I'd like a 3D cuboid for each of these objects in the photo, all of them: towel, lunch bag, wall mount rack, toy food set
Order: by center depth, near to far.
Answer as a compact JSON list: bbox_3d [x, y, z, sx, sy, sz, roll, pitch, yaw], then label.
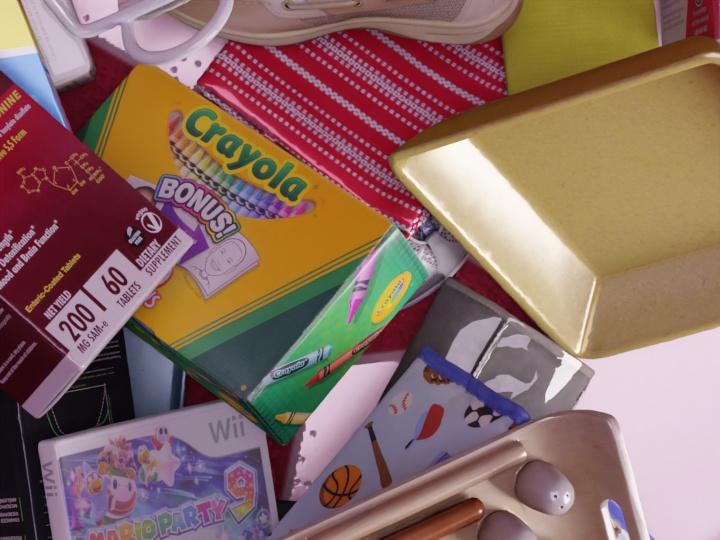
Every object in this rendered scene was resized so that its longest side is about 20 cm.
[{"bbox_3d":[0.053,0.170,1.436,0.200,0.060,0.144,-23,111,-17],"label":"toy food set"},{"bbox_3d":[-0.087,-0.205,1.533,0.173,0.200,0.075,-24,132,15],"label":"wall mount rack"},{"bbox_3d":[0.065,0.171,1.543,0.170,0.124,0.200,-47,126,-5],"label":"lunch bag"},{"bbox_3d":[0.026,-0.129,1.594,0.145,0.022,0.200,37,70,3],"label":"towel"},{"bbox_3d":[0.112,-0.166,1.603,0.086,0.018,0.201,-4,75,-6],"label":"towel"}]

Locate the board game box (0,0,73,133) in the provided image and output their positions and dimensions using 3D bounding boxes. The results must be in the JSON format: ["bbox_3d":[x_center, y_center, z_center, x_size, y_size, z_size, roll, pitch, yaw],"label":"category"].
[{"bbox_3d":[-0.241,-0.107,1.526,0.153,0.040,0.200,-22,92,-1],"label":"board game box"}]

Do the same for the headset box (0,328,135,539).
[{"bbox_3d":[-0.201,0.139,1.547,0.174,0.093,0.201,-6,92,36],"label":"headset box"}]

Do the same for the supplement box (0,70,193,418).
[{"bbox_3d":[-0.193,-0.037,1.453,0.200,0.061,0.109,41,49,-3],"label":"supplement box"}]

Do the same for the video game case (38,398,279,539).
[{"bbox_3d":[-0.091,0.173,1.513,0.143,0.018,0.201,-11,93,-45],"label":"video game case"}]

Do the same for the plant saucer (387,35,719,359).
[{"bbox_3d":[0.149,-0.044,1.544,0.200,0.200,0.049,-16,47,31],"label":"plant saucer"}]

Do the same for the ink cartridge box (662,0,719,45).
[{"bbox_3d":[0.209,-0.214,1.563,0.085,0.148,0.201,0,91,-4],"label":"ink cartridge box"}]

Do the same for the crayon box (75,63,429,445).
[{"bbox_3d":[-0.077,-0.012,1.550,0.200,0.058,0.119,34,79,34],"label":"crayon box"}]

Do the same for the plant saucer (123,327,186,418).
[{"bbox_3d":[-0.133,0.091,1.627,0.070,0.019,0.201,5,91,-2],"label":"plant saucer"}]

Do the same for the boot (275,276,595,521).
[{"bbox_3d":[0.006,0.094,1.604,0.182,0.073,0.200,28,96,-16],"label":"boot"}]

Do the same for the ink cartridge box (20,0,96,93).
[{"bbox_3d":[-0.258,-0.136,1.587,0.200,0.086,0.148,-21,92,0],"label":"ink cartridge box"}]

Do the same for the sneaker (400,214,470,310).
[{"bbox_3d":[0.000,0.000,1.597,0.200,0.082,0.075,-42,92,-1],"label":"sneaker"}]

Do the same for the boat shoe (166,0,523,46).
[{"bbox_3d":[-0.017,-0.160,1.542,0.199,0.065,0.072,6,60,19],"label":"boat shoe"}]
